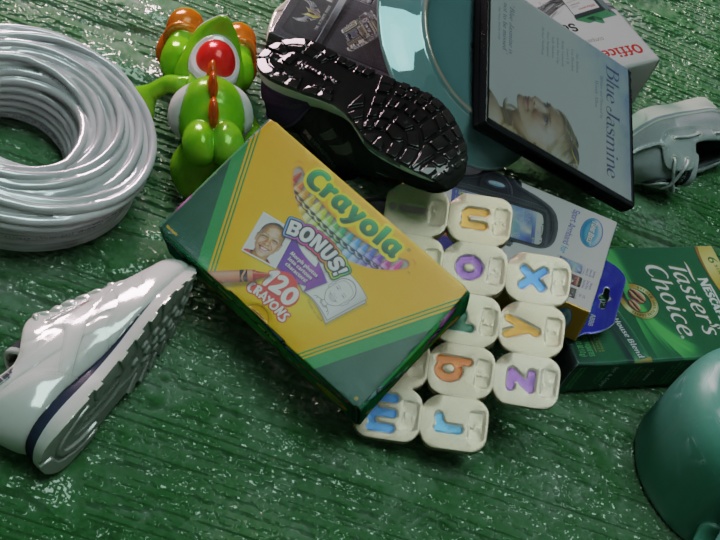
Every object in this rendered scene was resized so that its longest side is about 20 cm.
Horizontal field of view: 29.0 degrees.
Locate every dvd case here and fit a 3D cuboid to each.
[{"bbox_3d":[0.168,-0.147,1.186,0.200,0.018,0.143,24,59,-39],"label":"dvd case"}]

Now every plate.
[{"bbox_3d":[0.091,-0.181,1.152,0.200,0.026,0.201,20,61,-41],"label":"plate"}]

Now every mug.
[{"bbox_3d":[0.308,0.145,1.069,0.152,0.114,0.185,5,50,-22],"label":"mug"}]

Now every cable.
[{"bbox_3d":[-0.256,-0.099,1.040,0.200,0.069,0.200,-29,69,-41],"label":"cable"}]

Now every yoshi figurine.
[{"bbox_3d":[-0.125,-0.124,1.126,0.112,0.112,0.200,54,16,-33],"label":"yoshi figurine"}]

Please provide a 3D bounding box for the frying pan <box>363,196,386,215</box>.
[{"bbox_3d":[-0.007,-0.013,1.117,0.190,0.031,0.115,-11,56,-36],"label":"frying pan"}]

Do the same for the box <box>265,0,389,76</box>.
[{"bbox_3d":[0.024,-0.220,1.212,0.158,0.048,0.200,21,51,4],"label":"box"}]

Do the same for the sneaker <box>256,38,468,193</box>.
[{"bbox_3d":[0.004,-0.103,1.090,0.076,0.088,0.200,-35,55,-30],"label":"sneaker"}]

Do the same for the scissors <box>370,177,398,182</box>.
[{"bbox_3d":[0.079,-0.070,1.214,0.200,0.014,0.073,29,43,1],"label":"scissors"}]

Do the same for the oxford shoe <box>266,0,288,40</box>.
[{"bbox_3d":[-0.032,-0.245,1.283,0.075,0.058,0.200,29,46,-3],"label":"oxford shoe"}]

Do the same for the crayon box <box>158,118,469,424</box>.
[{"bbox_3d":[-0.034,0.000,1.016,0.200,0.058,0.119,41,76,12],"label":"crayon box"}]

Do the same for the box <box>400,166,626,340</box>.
[{"bbox_3d":[0.120,-0.022,1.121,0.200,0.042,0.119,21,44,5],"label":"box"}]

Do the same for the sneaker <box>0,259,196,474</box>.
[{"bbox_3d":[-0.185,0.046,0.950,0.080,0.076,0.200,28,43,12],"label":"sneaker"}]

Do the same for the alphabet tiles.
[{"bbox_3d":[0.056,0.034,1.044,0.195,0.015,0.200,8,72,2],"label":"alphabet tiles"}]

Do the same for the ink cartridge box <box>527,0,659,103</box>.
[{"bbox_3d":[0.170,-0.232,1.349,0.146,0.084,0.200,-18,61,-36],"label":"ink cartridge box"}]

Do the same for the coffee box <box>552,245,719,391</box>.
[{"bbox_3d":[0.235,0.037,1.175,0.200,0.044,0.123,0,51,-25],"label":"coffee box"}]

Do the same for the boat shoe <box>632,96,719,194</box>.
[{"bbox_3d":[0.292,-0.112,1.315,0.201,0.070,0.072,-21,60,-40],"label":"boat shoe"}]
